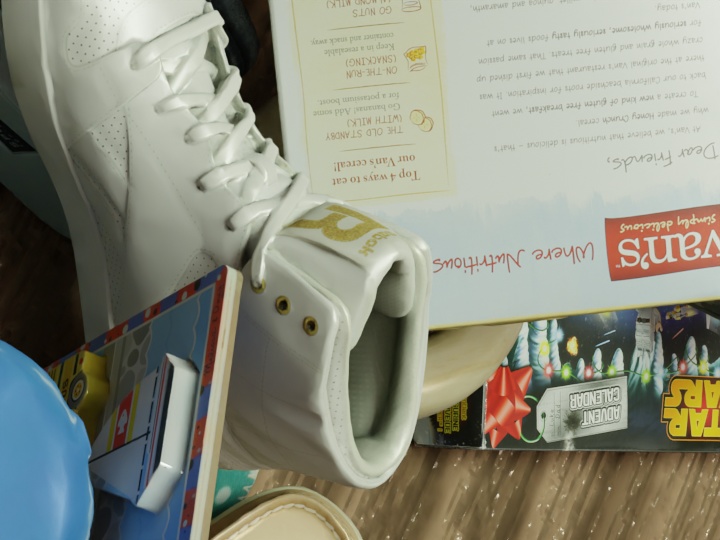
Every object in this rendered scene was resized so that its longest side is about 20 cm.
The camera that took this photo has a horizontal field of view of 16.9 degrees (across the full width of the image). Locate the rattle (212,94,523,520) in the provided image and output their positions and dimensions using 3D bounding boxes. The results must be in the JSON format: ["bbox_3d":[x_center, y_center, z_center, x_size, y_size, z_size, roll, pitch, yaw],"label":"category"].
[{"bbox_3d":[0.000,0.000,0.796,0.200,0.143,0.131,-34,103,-37],"label":"rattle"}]

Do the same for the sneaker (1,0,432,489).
[{"bbox_3d":[-0.033,-0.030,0.703,0.074,0.115,0.201,-36,124,-44],"label":"sneaker"}]

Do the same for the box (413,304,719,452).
[{"bbox_3d":[0.105,0.005,0.975,0.200,0.040,0.138,4,87,-45],"label":"box"}]

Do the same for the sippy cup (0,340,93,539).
[{"bbox_3d":[-0.146,0.063,0.660,0.140,0.130,0.178,-38,116,-37],"label":"sippy cup"}]

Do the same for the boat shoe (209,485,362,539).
[{"bbox_3d":[-0.065,0.146,0.744,0.074,0.069,0.200,38,73,4],"label":"boat shoe"}]

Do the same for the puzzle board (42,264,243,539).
[{"bbox_3d":[-0.091,0.109,0.673,0.017,0.151,0.201,22,59,-29],"label":"puzzle board"}]

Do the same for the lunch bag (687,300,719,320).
[{"bbox_3d":[0.187,-0.087,0.905,0.168,0.139,0.201,-33,132,-32],"label":"lunch bag"}]

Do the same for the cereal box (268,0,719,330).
[{"bbox_3d":[0.042,-0.083,0.762,0.143,0.040,0.201,-5,95,-2],"label":"cereal box"}]

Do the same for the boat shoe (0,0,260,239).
[{"bbox_3d":[-0.109,-0.093,0.748,0.200,0.071,0.091,48,57,-42],"label":"boat shoe"}]
